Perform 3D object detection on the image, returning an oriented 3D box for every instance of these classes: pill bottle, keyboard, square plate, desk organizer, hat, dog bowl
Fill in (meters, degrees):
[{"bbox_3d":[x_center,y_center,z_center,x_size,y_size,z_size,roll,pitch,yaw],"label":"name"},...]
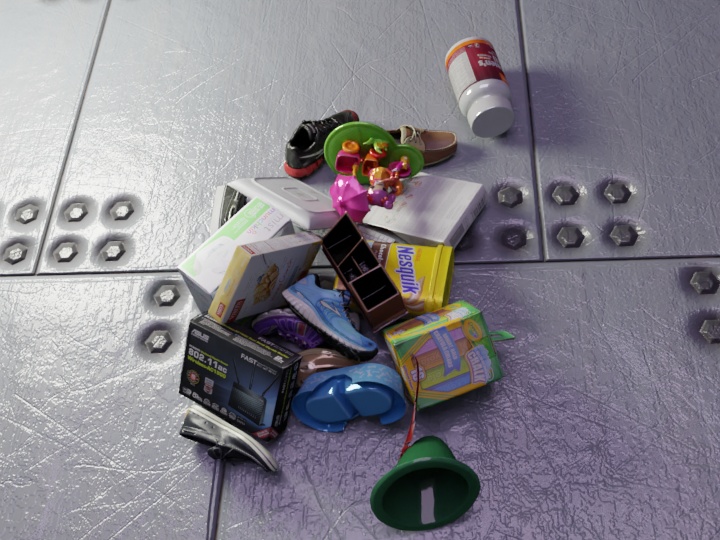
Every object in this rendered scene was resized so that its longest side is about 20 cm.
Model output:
[{"bbox_3d":[0.249,-0.379,1.761,0.109,0.110,0.200,-12,57,-1],"label":"pill bottle"},{"bbox_3d":[-0.033,-0.075,1.662,0.200,0.011,0.056,22,63,19],"label":"keyboard"},{"bbox_3d":[-0.121,-0.136,1.623,0.200,0.198,0.028,30,110,22],"label":"square plate"},{"bbox_3d":[0.000,0.000,1.476,0.072,0.077,0.200,-30,61,-5],"label":"desk organizer"},{"bbox_3d":[0.097,0.284,1.352,0.166,0.200,0.176,27,30,-25],"label":"hat"},{"bbox_3d":[-0.017,0.208,1.408,0.200,0.112,0.050,-14,39,24],"label":"dog bowl"}]

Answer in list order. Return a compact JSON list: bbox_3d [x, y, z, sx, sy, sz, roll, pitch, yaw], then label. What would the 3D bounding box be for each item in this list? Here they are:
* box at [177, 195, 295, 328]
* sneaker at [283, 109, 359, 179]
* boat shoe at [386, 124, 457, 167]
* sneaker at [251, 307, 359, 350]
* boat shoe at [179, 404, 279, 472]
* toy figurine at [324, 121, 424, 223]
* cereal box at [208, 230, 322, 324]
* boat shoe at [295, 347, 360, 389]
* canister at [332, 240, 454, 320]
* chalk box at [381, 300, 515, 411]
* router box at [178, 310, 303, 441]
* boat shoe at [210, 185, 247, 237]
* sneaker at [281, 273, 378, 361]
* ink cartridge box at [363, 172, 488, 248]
[{"bbox_3d":[-0.207,-0.001,1.538,0.097,0.177,0.200,35,69,26],"label":"box"},{"bbox_3d":[-0.080,-0.277,1.744,0.200,0.098,0.071,-41,60,-19],"label":"sneaker"},{"bbox_3d":[0.096,-0.255,1.722,0.200,0.074,0.076,-8,58,2],"label":"boat shoe"},{"bbox_3d":[-0.102,0.110,1.519,0.200,0.081,0.084,0,80,16],"label":"sneaker"},{"bbox_3d":[-0.221,0.292,1.420,0.200,0.075,0.062,23,68,25],"label":"boat shoe"},{"bbox_3d":[0.018,-0.164,1.615,0.200,0.150,0.184,11,46,-3],"label":"toy figurine"},{"bbox_3d":[-0.161,0.010,1.468,0.040,0.144,0.200,39,29,22],"label":"cereal box"},{"bbox_3d":[-0.098,0.178,1.481,0.200,0.071,0.065,-4,64,14],"label":"boat shoe"},{"bbox_3d":[0.061,0.018,1.548,0.200,0.087,0.149,6,61,13],"label":"canister"},{"bbox_3d":[0.155,0.130,1.417,0.200,0.124,0.124,-21,98,-6],"label":"chalk box"},{"bbox_3d":[-0.206,0.177,1.438,0.200,0.150,0.062,23,25,21],"label":"router box"},{"bbox_3d":[-0.253,-0.090,1.663,0.064,0.071,0.200,-5,56,5],"label":"boat shoe"},{"bbox_3d":[-0.041,0.072,1.436,0.200,0.078,0.090,40,77,23],"label":"sneaker"},{"bbox_3d":[0.125,-0.117,1.658,0.200,0.050,0.161,15,57,38],"label":"ink cartridge box"}]
